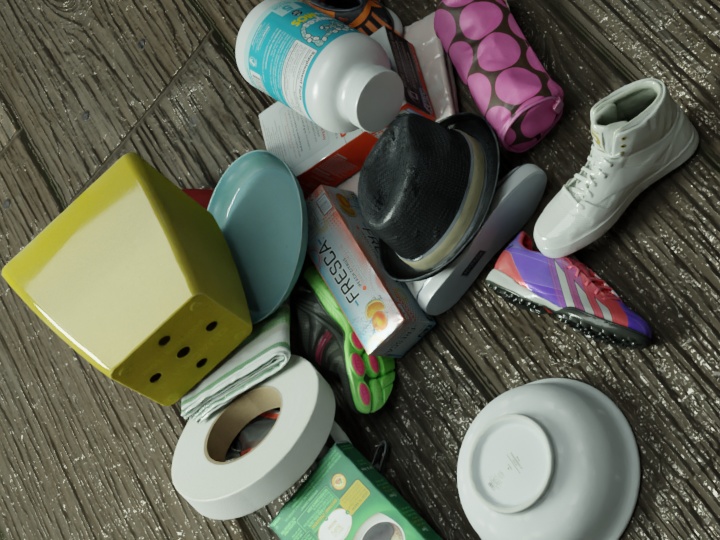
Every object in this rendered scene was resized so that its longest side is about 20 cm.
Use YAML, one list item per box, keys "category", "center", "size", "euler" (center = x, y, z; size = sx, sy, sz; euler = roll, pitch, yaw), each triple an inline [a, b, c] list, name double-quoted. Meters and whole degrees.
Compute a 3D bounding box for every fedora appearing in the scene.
- category: "fedora"
  center: [0.058, -0.093, 1.514]
  size: [0.200, 0.091, 0.203]
  euler: [-31, 44, 36]

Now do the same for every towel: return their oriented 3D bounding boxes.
- category: "towel"
  center: [-0.138, 0.084, 1.648]
  size: [0.148, 0.031, 0.201]
  euler: [-31, 24, 14]
- category: "towel"
  center: [0.029, -0.181, 1.673]
  size: [0.198, 0.032, 0.193]
  euler: [-23, 63, 30]

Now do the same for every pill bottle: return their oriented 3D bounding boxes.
- category: "pill bottle"
  center: [-0.041, -0.222, 1.569]
  size: [0.199, 0.110, 0.112]
  euler: [34, 96, 39]

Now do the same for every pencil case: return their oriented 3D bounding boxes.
- category: "pencil case"
  center: [0.154, -0.228, 1.563]
  size: [0.093, 0.091, 0.202]
  euler: [-27, 61, 4]

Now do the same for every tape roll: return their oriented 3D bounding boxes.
- category: "tape roll"
  center: [-0.118, 0.179, 1.551]
  size: [0.201, 0.037, 0.204]
  euler: [-28, 33, 19]

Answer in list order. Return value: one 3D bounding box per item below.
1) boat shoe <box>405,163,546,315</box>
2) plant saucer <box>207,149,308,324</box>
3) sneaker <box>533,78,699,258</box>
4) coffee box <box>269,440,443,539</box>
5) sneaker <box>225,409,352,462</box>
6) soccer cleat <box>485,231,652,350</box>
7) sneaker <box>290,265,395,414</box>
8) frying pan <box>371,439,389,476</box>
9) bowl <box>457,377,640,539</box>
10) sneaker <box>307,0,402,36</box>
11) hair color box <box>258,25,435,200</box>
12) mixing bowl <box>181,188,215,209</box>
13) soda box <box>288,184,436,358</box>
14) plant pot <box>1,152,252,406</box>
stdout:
- category: "boat shoe"
  center: [0.117, -0.046, 1.536]
  size: [0.200, 0.073, 0.065]
  euler: [-49, 57, 13]
- category: "plant saucer"
  center: [-0.119, -0.037, 1.643]
  size: [0.199, 0.027, 0.203]
  euler: [-10, 78, 49]
- category: "sneaker"
  center: [0.236, -0.108, 1.417]
  size: [0.200, 0.116, 0.074]
  euler: [-42, 49, 5]
- category: "coffee box"
  center: [0.011, 0.292, 1.489]
  size: [0.200, 0.044, 0.123]
  euler: [43, 103, 19]
- category: "sneaker"
  center: [-0.090, 0.202, 1.596]
  size: [0.199, 0.077, 0.082]
  euler: [-2, 40, 47]
- category: "soccer cleat"
  center: [0.218, 0.020, 1.446]
  size: [0.199, 0.068, 0.074]
  euler: [24, 83, 41]
- category: "sneaker"
  center: [-0.023, 0.087, 1.609]
  size: [0.084, 0.076, 0.201]
  euler: [-51, 45, 29]
- category: "frying pan"
  center: [0.005, 0.292, 1.543]
  size: [0.115, 0.031, 0.191]
  euler: [39, 103, 37]
- category: "bowl"
  center: [0.168, 0.197, 1.408]
  size: [0.199, 0.090, 0.204]
  euler: [-13, 67, 33]
- category: "sneaker"
  center: [-0.028, -0.335, 1.697]
  size: [0.078, 0.112, 0.200]
  euler: [-49, 38, 3]
- category: "hair color box"
  center: [-0.018, -0.178, 1.649]
  size: [0.199, 0.064, 0.112]
  euler: [-31, 58, 29]
- category: "mixing bowl"
  center: [-0.236, -0.020, 1.774]
  size: [0.198, 0.108, 0.203]
  euler: [-12, 68, 33]
- category: "soda box"
  center: [0.000, 0.000, 1.596]
  size: [0.064, 0.068, 0.201]
  euler: [-44, 61, 25]
- category: "plant pot"
  center: [-0.236, 0.029, 1.573]
  size: [0.200, 0.200, 0.177]
  euler: [-42, 59, 4]
